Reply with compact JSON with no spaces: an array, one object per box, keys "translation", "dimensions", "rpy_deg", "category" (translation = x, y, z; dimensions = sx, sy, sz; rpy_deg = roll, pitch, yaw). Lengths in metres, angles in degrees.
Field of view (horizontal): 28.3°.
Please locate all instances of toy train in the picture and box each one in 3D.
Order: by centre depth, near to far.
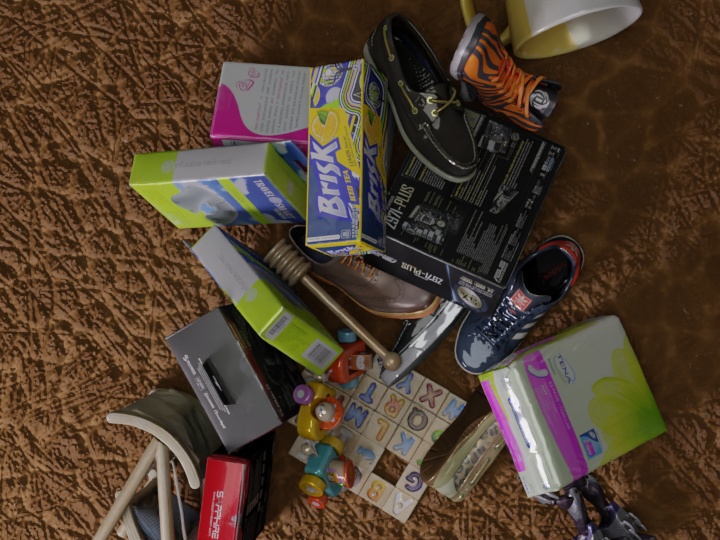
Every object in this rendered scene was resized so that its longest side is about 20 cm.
[{"translation":[-0.018,0.175,1.653],"dimensions":[0.055,0.150,0.201],"rpy_deg":[5,102,29],"category":"toy train"}]

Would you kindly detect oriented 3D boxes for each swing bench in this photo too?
[{"translation":[-0.227,0.253,1.661],"dimensions":[0.129,0.199,0.201],"rpy_deg":[14,96,6],"category":"swing bench"}]

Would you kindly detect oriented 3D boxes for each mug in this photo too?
[{"translation":[0.205,-0.331,1.606],"dimensions":[0.186,0.149,0.154],"rpy_deg":[-17,83,1],"category":"mug"}]

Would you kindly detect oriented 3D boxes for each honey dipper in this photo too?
[{"translation":[-0.030,0.045,1.648],"dimensions":[0.200,0.038,0.038],"rpy_deg":[44,97,2],"category":"honey dipper"}]

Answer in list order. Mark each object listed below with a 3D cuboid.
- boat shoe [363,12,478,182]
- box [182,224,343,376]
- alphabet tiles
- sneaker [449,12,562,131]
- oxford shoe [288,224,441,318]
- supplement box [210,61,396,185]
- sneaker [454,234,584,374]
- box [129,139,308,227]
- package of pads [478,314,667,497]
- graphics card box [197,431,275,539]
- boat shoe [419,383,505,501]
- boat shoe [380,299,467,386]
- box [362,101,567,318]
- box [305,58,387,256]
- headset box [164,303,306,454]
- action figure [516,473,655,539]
[{"translation":[0.072,-0.191,1.573],"dimensions":[0.072,0.061,0.202],"rpy_deg":[-24,75,-30],"category":"boat shoe"},{"translation":[-0.112,0.027,1.625],"dimensions":[0.048,0.122,0.200],"rpy_deg":[-47,46,4],"category":"box"},{"translation":[0.010,0.183,1.724],"dimensions":[0.200,0.008,0.167],"rpy_deg":[30,97,4],"category":"alphabet tiles"},{"translation":[0.166,-0.216,1.573],"dimensions":[0.112,0.200,0.078],"rpy_deg":[27,89,13],"category":"sneaker"},{"translation":[0.000,0.000,1.648],"dimensions":[0.200,0.073,0.071],"rpy_deg":[20,77,26],"category":"oxford shoe"},{"translation":[-0.063,-0.168,1.650],"dimensions":[0.199,0.103,0.102],"rpy_deg":[6,67,6],"category":"supplement box"},{"translation":[0.180,0.040,1.655],"dimensions":[0.075,0.085,0.200],"rpy_deg":[39,97,3],"category":"sneaker"},{"translation":[-0.147,-0.096,1.638],"dimensions":[0.199,0.122,0.048],"rpy_deg":[-2,65,24],"category":"box"},{"translation":[0.238,0.146,1.604],"dimensions":[0.068,0.200,0.155],"rpy_deg":[-27,83,50],"category":"package of pads"},{"translation":[-0.142,0.259,1.650],"dimensions":[0.051,0.200,0.126],"rpy_deg":[7,95,6],"category":"graphics card box"},{"translation":[0.153,0.184,1.680],"dimensions":[0.063,0.073,0.200],"rpy_deg":[37,103,-20],"category":"boat shoe"},{"translation":[0.079,0.045,1.674],"dimensions":[0.068,0.074,0.199],"rpy_deg":[41,104,11],"category":"boat shoe"},{"translation":[0.117,-0.073,1.613],"dimensions":[0.163,0.086,0.200],"rpy_deg":[24,65,5],"category":"box"},{"translation":[-0.014,-0.119,1.534],"dimensions":[0.070,0.064,0.201],"rpy_deg":[-5,77,26],"category":"box"},{"translation":[-0.136,0.117,1.637],"dimensions":[0.077,0.200,0.149],"rpy_deg":[-30,87,11],"category":"headset box"},{"translation":[0.254,0.250,1.655],"dimensions":[0.130,0.069,0.200],"rpy_deg":[-38,101,-31],"category":"action figure"}]
